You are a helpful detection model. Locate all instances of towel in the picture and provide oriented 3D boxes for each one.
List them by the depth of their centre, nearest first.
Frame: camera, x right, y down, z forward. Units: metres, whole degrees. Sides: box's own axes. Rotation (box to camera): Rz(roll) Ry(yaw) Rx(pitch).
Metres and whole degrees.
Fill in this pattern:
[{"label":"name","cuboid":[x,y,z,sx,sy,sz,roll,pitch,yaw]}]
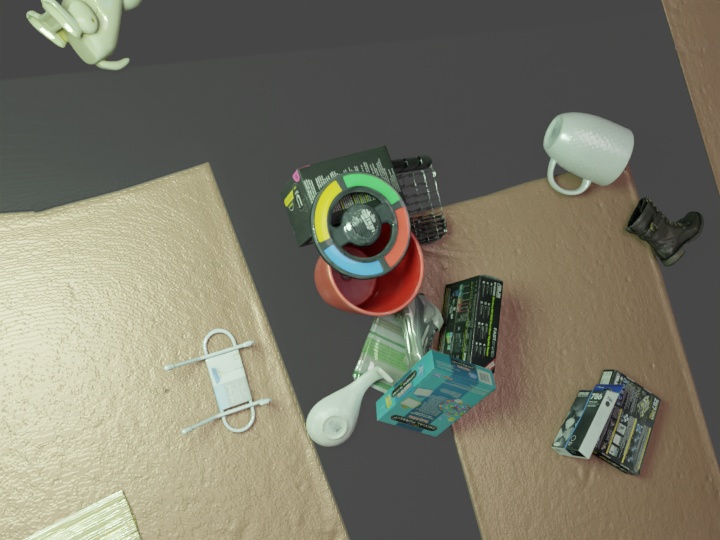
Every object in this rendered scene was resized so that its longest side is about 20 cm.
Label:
[{"label":"towel","cuboid":[0.077,0.166,1.395,0.148,0.031,0.201,28,70,-19]}]

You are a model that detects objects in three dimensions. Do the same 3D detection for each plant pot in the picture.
[{"label":"plant pot","cuboid":[0.000,0.000,1.305,0.199,0.177,0.203,4,80,-22]}]

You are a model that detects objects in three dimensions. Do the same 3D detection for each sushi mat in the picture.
[{"label":"sushi mat","cuboid":[-0.483,0.464,1.118,0.199,0.012,0.096,-23,90,-24]}]

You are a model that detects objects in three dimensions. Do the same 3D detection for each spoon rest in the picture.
[{"label":"spoon rest","cuboid":[-0.022,0.267,1.306,0.200,0.061,0.099,-43,105,1]}]

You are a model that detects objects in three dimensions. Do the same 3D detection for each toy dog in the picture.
[{"label":"toy dog","cuboid":[-0.477,-0.497,1.217,0.194,0.139,0.201,39,69,-26]}]

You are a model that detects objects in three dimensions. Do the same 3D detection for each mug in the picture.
[{"label":"mug","cuboid":[0.535,-0.282,1.604,0.174,0.148,0.201,19,104,-10]}]

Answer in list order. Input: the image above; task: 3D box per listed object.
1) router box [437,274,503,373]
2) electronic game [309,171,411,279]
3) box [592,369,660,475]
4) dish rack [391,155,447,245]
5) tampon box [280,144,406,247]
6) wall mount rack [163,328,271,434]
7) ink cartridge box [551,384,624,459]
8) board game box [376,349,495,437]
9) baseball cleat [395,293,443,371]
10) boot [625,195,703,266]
[{"label":"router box","cuboid":[0.230,0.120,1.395,0.062,0.150,0.202,13,77,-19]},{"label":"electronic game","cuboid":[0.002,-0.083,1.201,0.198,0.042,0.202,4,79,-22]},{"label":"box","cuboid":[0.624,0.362,1.573,0.160,0.049,0.201,30,71,-13]},{"label":"dish rack","cuboid":[0.109,-0.152,1.445,0.152,0.054,0.202,-13,88,-22]},{"label":"tampon box","cuboid":[-0.038,-0.148,1.326,0.199,0.150,0.127,-19,85,-24]},{"label":"wall mount rack","cuboid":[-0.265,0.212,1.216,0.172,0.074,0.202,-16,87,-24]},{"label":"ink cartridge box","cuboid":[0.521,0.333,1.508,0.039,0.099,0.201,40,68,-10]},{"label":"board game box","cuboid":[0.146,0.249,1.309,0.150,0.200,0.047,21,41,-24]},{"label":"baseball cleat","cuboid":[0.135,0.146,1.371,0.106,0.070,0.202,-7,83,-25]},{"label":"boot","cuboid":[0.792,-0.129,1.713,0.174,0.069,0.200,44,70,-11]}]
